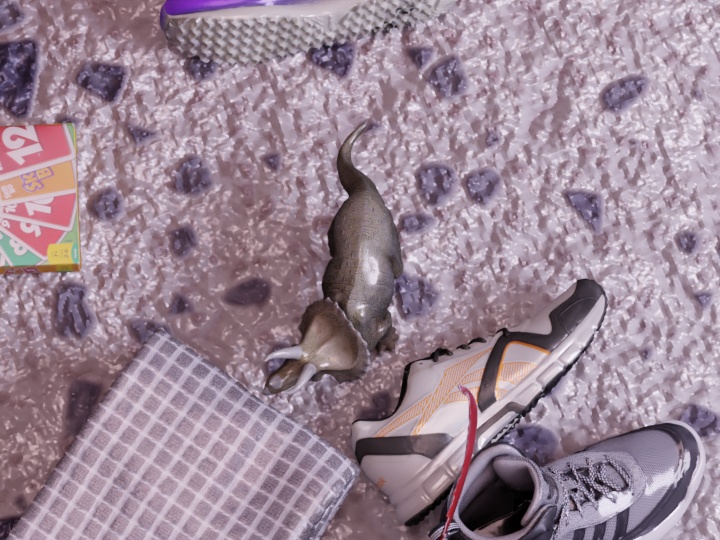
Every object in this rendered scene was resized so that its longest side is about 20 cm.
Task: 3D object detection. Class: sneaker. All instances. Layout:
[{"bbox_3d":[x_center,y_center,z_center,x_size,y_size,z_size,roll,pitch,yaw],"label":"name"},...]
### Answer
[{"bbox_3d":[-0.041,-0.201,1.811,0.199,0.070,0.100,-11,71,-11],"label":"sneaker"},{"bbox_3d":[0.129,0.141,1.706,0.199,0.114,0.076,-28,63,-9],"label":"sneaker"},{"bbox_3d":[0.076,0.068,1.748,0.200,0.074,0.080,-43,81,-13],"label":"sneaker"}]

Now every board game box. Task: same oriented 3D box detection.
[{"bbox_3d":[-0.282,-0.043,1.771,0.198,0.030,0.096,-3,76,-3],"label":"board game box"}]

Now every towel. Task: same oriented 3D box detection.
[{"bbox_3d":[-0.118,0.160,1.704,0.165,0.086,0.201,33,76,5],"label":"towel"}]

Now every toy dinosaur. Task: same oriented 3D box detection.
[{"bbox_3d":[0.000,0.000,1.742,0.077,0.102,0.201,19,77,0],"label":"toy dinosaur"}]

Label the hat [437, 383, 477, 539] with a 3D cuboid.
[{"bbox_3d":[0.058,0.201,1.668,0.165,0.200,0.177,21,61,-31],"label":"hat"}]
